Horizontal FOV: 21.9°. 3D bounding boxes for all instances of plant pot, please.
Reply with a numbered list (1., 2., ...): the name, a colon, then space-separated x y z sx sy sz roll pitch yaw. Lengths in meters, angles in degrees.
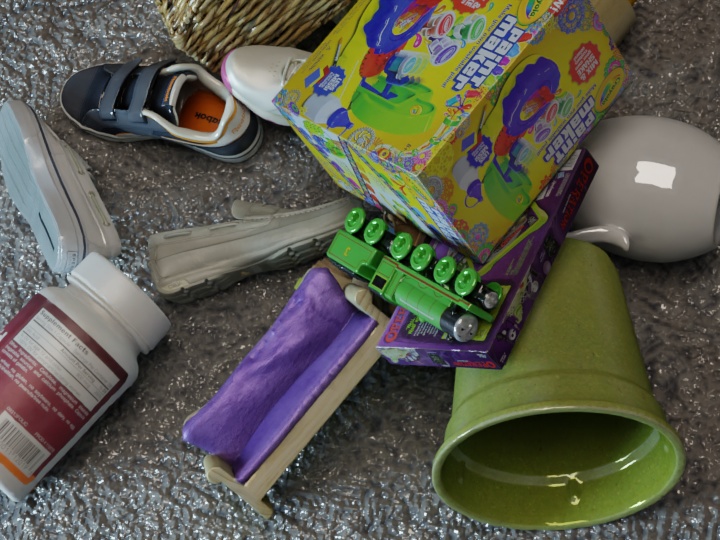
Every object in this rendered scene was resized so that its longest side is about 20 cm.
1. plant pot: 0.153 0.082 1.495 0.199 0.201 0.185 -5 55 6

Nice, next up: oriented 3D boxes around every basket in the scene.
1. basket: -0.097 -0.293 1.665 0.200 0.143 0.150 -35 57 20

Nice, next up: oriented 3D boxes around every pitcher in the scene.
1. pitcher: 0.203 -0.058 1.562 0.199 0.122 0.172 11 50 18

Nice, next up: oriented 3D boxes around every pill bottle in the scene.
1. pill bottle: -0.263 0.087 1.583 0.114 0.114 0.200 38 77 21

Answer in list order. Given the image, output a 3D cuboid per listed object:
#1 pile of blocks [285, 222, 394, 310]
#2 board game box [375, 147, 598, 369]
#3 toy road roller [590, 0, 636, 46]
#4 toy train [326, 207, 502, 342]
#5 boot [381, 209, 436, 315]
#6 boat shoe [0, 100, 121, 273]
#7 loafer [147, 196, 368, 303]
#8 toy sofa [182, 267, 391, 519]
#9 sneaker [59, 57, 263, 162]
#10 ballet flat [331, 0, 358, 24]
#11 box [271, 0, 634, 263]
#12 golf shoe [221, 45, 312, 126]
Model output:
1. pile of blocks: 0.000 0.000 1.608 0.200 0.062 0.082 -40 68 -9
2. board game box: 0.101 -0.011 1.474 0.120 0.032 0.201 4 56 42
3. toy road roller: 0.139 -0.259 1.681 0.200 0.146 0.123 44 76 -16
4. toy train: 0.039 0.004 1.462 0.200 0.042 0.057 31 92 52
5. boot: 0.046 -0.041 1.566 0.075 0.074 0.201 5 59 21
6. boat shoe: -0.274 -0.075 1.684 0.066 0.074 0.201 -4 52 -30
7. loafer: -0.093 -0.033 1.631 0.199 0.070 0.070 -17 74 2
8. toy sofa: -0.055 0.097 1.530 0.097 0.083 0.200 40 88 -8
9. sneaker: -0.188 -0.157 1.693 0.199 0.079 0.079 12 73 15
10. ballet flat: 0.012 -0.240 1.705 0.069 0.070 0.200 -34 67 -7
11. box: 0.074 -0.145 1.492 0.200 0.122 0.192 -50 45 -10
12. golf shoe: -0.023 -0.164 1.638 0.199 0.092 0.076 17 64 -6
